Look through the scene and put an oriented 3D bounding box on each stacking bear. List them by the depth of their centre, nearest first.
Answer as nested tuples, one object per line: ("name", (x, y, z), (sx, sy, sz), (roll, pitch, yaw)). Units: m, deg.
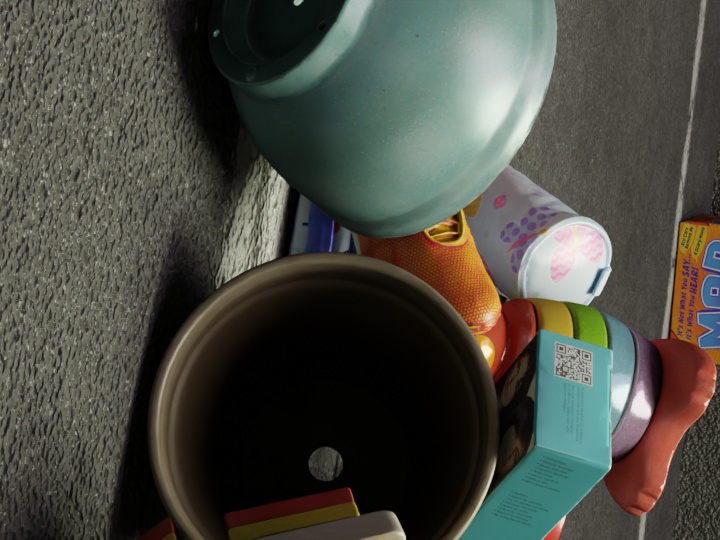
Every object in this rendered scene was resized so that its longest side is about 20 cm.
("stacking bear", (0.118, 0.068, 1.395), (0.122, 0.199, 0.114), (-64, -161, 14))

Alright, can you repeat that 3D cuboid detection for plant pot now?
("plant pot", (-0.004, -0.137, 1.204), (0.134, 0.199, 0.202), (28, 66, -42))
("plant pot", (-0.021, 0.104, 1.233), (0.174, 0.198, 0.201), (89, 11, -78))

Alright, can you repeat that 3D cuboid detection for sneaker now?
("sneaker", (0.028, -0.042, 1.267), (0.073, 0.201, 0.077), (-10, 142, -29))

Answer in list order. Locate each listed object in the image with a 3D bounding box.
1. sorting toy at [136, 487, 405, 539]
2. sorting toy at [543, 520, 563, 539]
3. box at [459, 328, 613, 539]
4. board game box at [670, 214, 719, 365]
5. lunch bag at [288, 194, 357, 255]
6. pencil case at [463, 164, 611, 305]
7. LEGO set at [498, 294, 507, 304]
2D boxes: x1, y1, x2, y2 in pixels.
("sorting toy", (-0.076, 0.212, 1.085), (0.070, 0.197, 0.201), (-116, -162, -53))
("sorting toy", (0.087, 0.238, 1.582), (0.199, 0.069, 0.201), (144, -38, -64))
("box", (0.085, 0.124, 1.231), (0.200, 0.049, 0.083), (123, -21, -50))
("board game box", (0.572, 0.031, 3.011), (0.200, 0.198, 0.201), (-14, 109, -71))
("lunch bag", (0.000, 0.000, 1.412), (0.160, 0.075, 0.202), (29, 67, -69))
("pencil case", (0.097, -0.038, 1.505), (0.091, 0.200, 0.083), (32, 95, -41))
("LEGO set", (0.047, 0.109, 1.495), (0.154, 0.115, 0.201), (165, -58, -71))
